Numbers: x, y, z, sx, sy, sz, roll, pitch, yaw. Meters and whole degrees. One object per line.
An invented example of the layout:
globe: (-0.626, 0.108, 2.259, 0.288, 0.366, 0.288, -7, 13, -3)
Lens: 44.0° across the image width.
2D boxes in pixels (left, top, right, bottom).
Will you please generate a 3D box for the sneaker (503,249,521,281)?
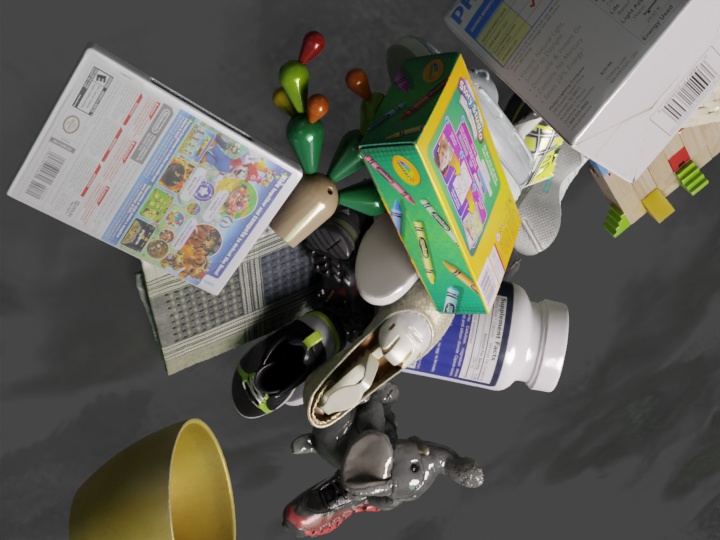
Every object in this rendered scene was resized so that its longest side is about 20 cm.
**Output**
sneaker: (0.117, -0.029, 1.033, 0.106, 0.074, 0.201, -47, 138, -15)

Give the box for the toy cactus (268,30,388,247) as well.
toy cactus: (-0.024, -0.099, 0.804, 0.166, 0.102, 0.200, -48, 132, 1)

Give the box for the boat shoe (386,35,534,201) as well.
boat shoe: (0.100, -0.152, 0.852, 0.201, 0.070, 0.072, 49, 67, -26)

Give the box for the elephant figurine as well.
elephant figurine: (0.030, 0.240, 1.127, 0.139, 0.201, 0.157, -2, 132, -37)

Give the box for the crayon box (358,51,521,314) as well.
crayon box: (0.078, -0.072, 0.789, 0.202, 0.057, 0.120, 61, 42, -38)

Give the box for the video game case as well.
video game case: (-0.166, -0.074, 0.731, 0.198, 0.018, 0.144, 28, 113, -27)

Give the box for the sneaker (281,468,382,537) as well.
sneaker: (-0.022, 0.314, 1.274, 0.197, 0.071, 0.099, -12, 138, -31)

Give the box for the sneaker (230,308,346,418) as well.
sneaker: (-0.096, 0.104, 0.949, 0.200, 0.072, 0.082, -44, 172, 38)

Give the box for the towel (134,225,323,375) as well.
towel: (-0.127, 0.007, 0.904, 0.197, 0.035, 0.195, -23, 144, -21)

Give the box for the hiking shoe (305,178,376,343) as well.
hiking shoe: (0.000, 0.000, 0.941, 0.101, 0.075, 0.202, -50, 157, -28)

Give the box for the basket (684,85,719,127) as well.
basket: (0.330, -0.233, 0.923, 0.197, 0.124, 0.137, -13, 139, -28)

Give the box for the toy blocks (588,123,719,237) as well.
toy blocks: (0.345, -0.155, 1.059, 0.199, 0.100, 0.137, -40, 132, 7)

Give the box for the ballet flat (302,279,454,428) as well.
ballet flat: (0.021, 0.087, 0.871, 0.067, 0.063, 0.200, 41, 109, -15)

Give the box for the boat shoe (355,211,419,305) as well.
boat shoe: (0.050, -0.040, 0.891, 0.070, 0.203, 0.069, 7, 145, 17)

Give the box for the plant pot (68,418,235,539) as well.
plant pot: (-0.237, 0.277, 0.993, 0.139, 0.203, 0.201, -10, 144, 9)

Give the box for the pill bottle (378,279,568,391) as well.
pill bottle: (0.115, 0.063, 0.949, 0.196, 0.117, 0.117, 12, 133, 1)

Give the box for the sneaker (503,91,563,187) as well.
sneaker: (0.183, -0.142, 0.930, 0.076, 0.076, 0.200, 34, 120, -19)

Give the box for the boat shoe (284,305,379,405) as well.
boat shoe: (-0.013, 0.092, 1.050, 0.200, 0.072, 0.066, -44, 139, -3)

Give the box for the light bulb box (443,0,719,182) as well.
light bulb box: (0.214, -0.225, 0.777, 0.124, 0.201, 0.199, 16, 120, -48)

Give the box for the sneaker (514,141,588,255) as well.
sneaker: (0.212, -0.119, 1.006, 0.069, 0.080, 0.203, 25, 97, -10)
